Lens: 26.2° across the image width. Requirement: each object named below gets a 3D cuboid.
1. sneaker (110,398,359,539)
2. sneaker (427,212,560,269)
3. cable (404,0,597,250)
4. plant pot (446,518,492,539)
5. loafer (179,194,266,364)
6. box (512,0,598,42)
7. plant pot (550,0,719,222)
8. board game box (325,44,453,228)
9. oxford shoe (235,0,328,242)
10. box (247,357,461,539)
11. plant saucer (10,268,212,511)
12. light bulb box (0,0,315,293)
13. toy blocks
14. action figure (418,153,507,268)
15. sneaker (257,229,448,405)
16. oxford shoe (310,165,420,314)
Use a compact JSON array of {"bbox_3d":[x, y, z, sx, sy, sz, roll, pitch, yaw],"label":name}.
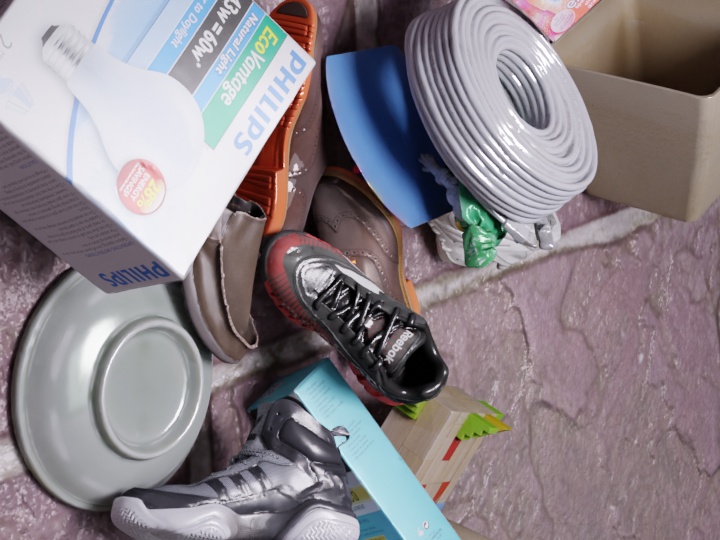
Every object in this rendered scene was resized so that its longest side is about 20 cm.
[{"bbox_3d":[-0.097,0.159,1.210,0.198,0.075,0.115,7,69,-20],"label":"sneaker"},{"bbox_3d":[0.090,-0.048,1.454,0.199,0.099,0.078,25,37,-27],"label":"sneaker"},{"bbox_3d":[0.120,-0.140,1.304,0.199,0.069,0.202,36,41,-33],"label":"cable"},{"bbox_3d":[0.128,0.345,1.462,0.186,0.198,0.190,-10,104,-48],"label":"plant pot"},{"bbox_3d":[-0.107,-0.024,1.199,0.073,0.070,0.202,-77,155,-73],"label":"loafer"},{"bbox_3d":[0.142,-0.314,1.369,0.102,0.201,0.094,-40,139,15],"label":"box"},{"bbox_3d":[0.324,-0.171,1.635,0.200,0.198,0.179,-42,136,-38],"label":"plant pot"},{"bbox_3d":[0.021,-0.111,1.341,0.200,0.039,0.159,-24,89,-60],"label":"board game box"},{"bbox_3d":[-0.061,-0.122,1.274,0.072,0.071,0.202,0,105,-54],"label":"oxford shoe"},{"bbox_3d":[-0.005,0.175,1.311,0.049,0.082,0.201,-42,100,-36],"label":"box"},{"bbox_3d":[-0.173,0.087,1.181,0.199,0.050,0.203,-10,103,-49],"label":"plant saucer"},{"bbox_3d":[-0.171,-0.124,1.057,0.200,0.124,0.199,41,64,-25],"label":"light bulb box"},{"bbox_3d":[0.053,0.176,1.425,0.138,0.099,0.200,-59,160,5],"label":"toy blocks"},{"bbox_3d":[0.091,-0.085,1.335,0.118,0.054,0.202,37,35,-42],"label":"action figure"},{"bbox_3d":[0.000,0.040,1.255,0.200,0.098,0.071,45,76,-23],"label":"sneaker"},{"bbox_3d":[0.000,0.000,1.346,0.201,0.071,0.073,65,35,-33],"label":"oxford shoe"}]
